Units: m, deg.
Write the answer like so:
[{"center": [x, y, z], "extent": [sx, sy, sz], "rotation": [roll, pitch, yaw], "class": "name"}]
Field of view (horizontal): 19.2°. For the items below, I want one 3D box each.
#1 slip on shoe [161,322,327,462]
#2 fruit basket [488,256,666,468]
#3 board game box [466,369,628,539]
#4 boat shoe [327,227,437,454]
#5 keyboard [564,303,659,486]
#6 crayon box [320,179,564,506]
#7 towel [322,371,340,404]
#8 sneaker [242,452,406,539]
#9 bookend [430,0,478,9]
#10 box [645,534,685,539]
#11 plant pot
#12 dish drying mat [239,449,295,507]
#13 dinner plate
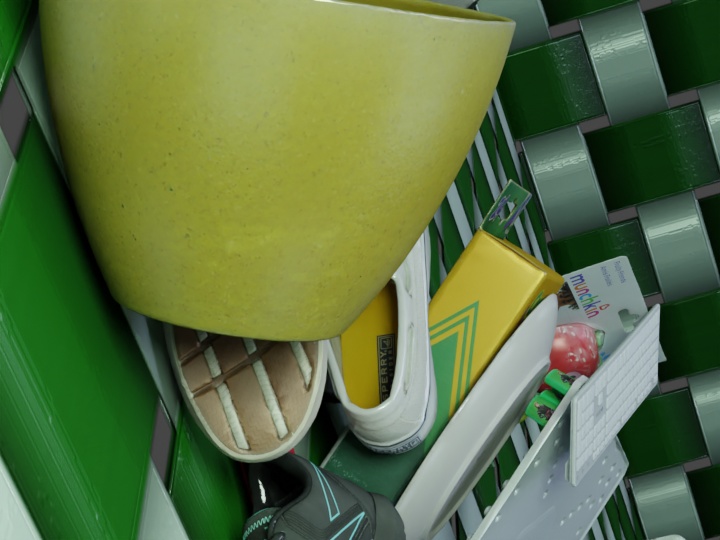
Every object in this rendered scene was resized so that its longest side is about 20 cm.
[{"center": [-0.065, -0.006, 0.992], "extent": [0.061, 0.076, 0.201], "rotation": [85, -14, -76], "class": "slip on shoe"}, {"center": [0.100, 0.067, 1.416], "extent": [0.185, 0.199, 0.094], "rotation": [58, 19, -61], "class": "fruit basket"}, {"center": [0.095, 0.174, 1.350], "extent": [0.026, 0.200, 0.200], "rotation": [30, -10, 24], "class": "board game box"}, {"center": [0.000, 0.000, 1.190], "extent": [0.070, 0.071, 0.201], "rotation": [54, 28, -62], "class": "boat shoe"}, {"center": [0.161, 0.075, 1.330], "extent": [0.200, 0.011, 0.057], "rotation": [-36, 134, -63], "class": "keyboard"}, {"center": [0.060, 0.046, 1.267], "extent": [0.051, 0.201, 0.126], "rotation": [33, 4, 10], "class": "crayon box"}, {"center": [-0.041, -0.020, 1.240], "extent": [0.193, 0.034, 0.201], "rotation": [29, 46, -77], "class": "towel"}, {"center": [-0.031, 0.159, 0.962], "extent": [0.079, 0.075, 0.200], "rotation": [44, 24, -22], "class": "sneaker"}, {"center": [-0.022, -0.214, 1.231], "extent": [0.200, 0.092, 0.199], "rotation": [55, 7, -6], "class": "bookend"}, {"center": [0.117, 0.262, 1.198], "extent": [0.199, 0.199, 0.131], "rotation": [59, 20, -57], "class": "box"}, {"center": [-0.045, -0.051, 0.891], "extent": [0.200, 0.199, 0.143], "rotation": [-49, 149, -79], "class": "plant pot"}, {"center": [-0.049, 0.088, 1.070], "extent": [0.077, 0.018, 0.201], "rotation": [-43, 116, -79], "class": "dish drying mat"}, {"center": [0.067, 0.102, 1.267], "extent": [0.024, 0.201, 0.200], "rotation": [34, 3, 11], "class": "dinner plate"}]
